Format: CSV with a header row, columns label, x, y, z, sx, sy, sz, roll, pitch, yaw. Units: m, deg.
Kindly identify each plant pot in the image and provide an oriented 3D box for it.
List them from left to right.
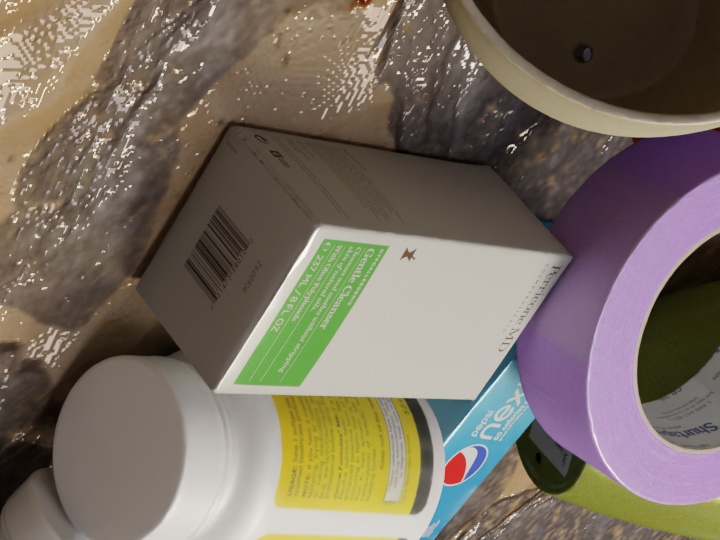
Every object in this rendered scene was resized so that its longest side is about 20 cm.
label,x,y,z,sx,sy,sz,roll,pitch,yaw
plant pot,0.204,0.090,1.284,0.199,0.187,0.188,0,132,-27

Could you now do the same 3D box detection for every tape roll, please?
label,x,y,z,sx,sy,sz,roll,pitch,yaw
tape roll,0.184,0.025,1.127,0.199,0.066,0.201,-15,118,-29

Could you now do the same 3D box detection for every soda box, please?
label,x,y,z,sx,sy,sz,roll,pitch,yaw
soda box,0.063,0.065,1.189,0.064,0.068,0.200,13,121,-49

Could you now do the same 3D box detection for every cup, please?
label,x,y,z,sx,sy,sz,roll,pitch,yaw
cup,0.118,-0.142,0.906,0.200,0.201,0.143,-32,172,-11

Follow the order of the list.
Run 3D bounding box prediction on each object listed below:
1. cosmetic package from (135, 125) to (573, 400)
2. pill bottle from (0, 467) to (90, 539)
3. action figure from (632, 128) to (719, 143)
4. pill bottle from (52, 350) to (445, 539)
label,x,y,z,sx,sy,sz,roll,pitch,yaw
cosmetic package,0.000,0.000,1.033,0.199,0.085,0.108,5,125,-46
pill bottle,-0.199,0.202,1.053,0.200,0.113,0.113,-47,147,13
action figure,0.172,-0.135,1.078,0.065,0.052,0.200,-26,144,-10
pill bottle,-0.056,0.099,1.070,0.200,0.114,0.114,11,123,-51
